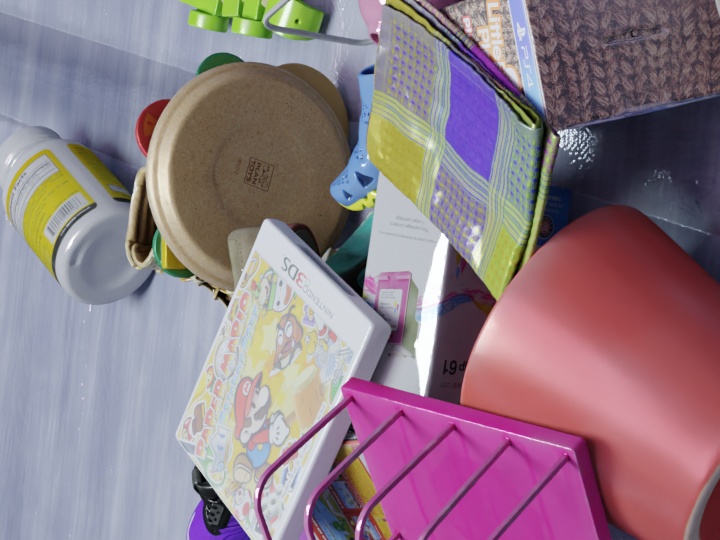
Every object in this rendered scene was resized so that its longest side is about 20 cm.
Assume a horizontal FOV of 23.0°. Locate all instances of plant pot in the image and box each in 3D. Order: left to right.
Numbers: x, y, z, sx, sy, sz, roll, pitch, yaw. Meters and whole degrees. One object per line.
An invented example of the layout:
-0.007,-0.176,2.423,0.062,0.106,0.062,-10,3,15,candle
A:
0.194,0.086,1.163,0.177,0.199,0.202,36,113,32,plant pot

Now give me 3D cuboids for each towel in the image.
0.061,-0.085,1.182,0.200,0.023,0.145,51,142,42,towel

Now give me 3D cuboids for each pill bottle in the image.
-0.291,-0.063,1.767,0.200,0.111,0.112,45,118,41,pill bottle

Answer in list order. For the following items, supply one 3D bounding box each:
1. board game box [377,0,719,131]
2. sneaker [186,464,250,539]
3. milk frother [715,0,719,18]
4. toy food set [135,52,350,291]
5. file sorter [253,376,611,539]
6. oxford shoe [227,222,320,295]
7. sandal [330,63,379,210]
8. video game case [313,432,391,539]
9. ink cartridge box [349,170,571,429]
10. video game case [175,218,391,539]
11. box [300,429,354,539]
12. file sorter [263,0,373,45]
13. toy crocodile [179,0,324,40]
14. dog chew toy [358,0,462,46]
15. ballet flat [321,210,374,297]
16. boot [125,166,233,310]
0.131,-0.145,1.219,0.199,0.158,0.098,-5,98,62,board game box
-0.115,0.190,1.548,0.200,0.099,0.070,-46,53,35,sneaker
0.314,-0.199,1.095,0.198,0.181,0.190,-14,112,18,milk frother
-0.096,-0.082,1.489,0.049,0.196,0.203,0,89,61,toy food set
0.047,0.179,1.152,0.199,0.125,0.140,12,131,41,file sorter
-0.068,0.057,1.457,0.074,0.070,0.202,5,106,30,oxford shoe
0.032,-0.135,1.418,0.201,0.087,0.080,-52,8,24,sandal
0.021,0.181,1.311,0.199,0.017,0.144,-10,115,51,video game case
0.074,0.028,1.320,0.084,0.144,0.202,12,95,42,ink cartridge box
-0.064,0.088,1.342,0.182,0.023,0.202,43,115,50,video game case
0.004,0.243,1.432,0.200,0.036,0.144,46,119,39,box
-0.019,-0.307,1.469,0.124,0.138,0.202,-29,65,46,file sorter
-0.106,-0.249,1.624,0.199,0.061,0.068,21,102,52,toy crocodile
0.067,-0.251,1.337,0.124,0.125,0.201,17,68,47,dog chew toy
0.000,0.000,1.479,0.200,0.067,0.071,-41,33,38,ballet flat
-0.128,0.011,1.541,0.072,0.154,0.202,-16,74,46,boot
